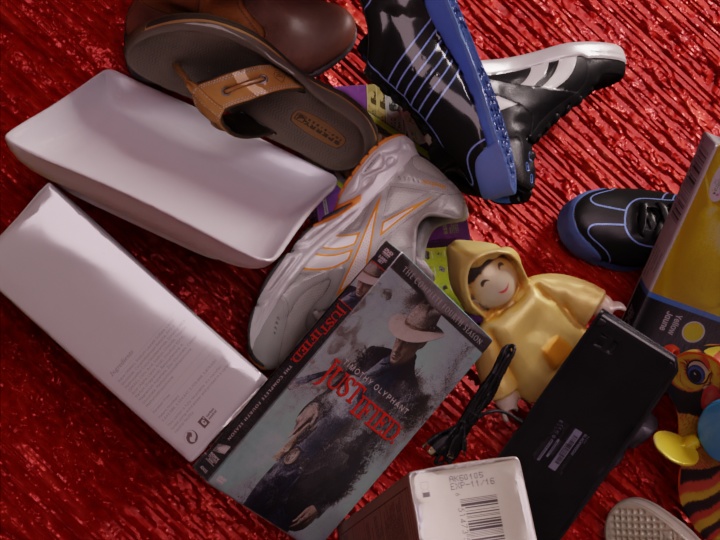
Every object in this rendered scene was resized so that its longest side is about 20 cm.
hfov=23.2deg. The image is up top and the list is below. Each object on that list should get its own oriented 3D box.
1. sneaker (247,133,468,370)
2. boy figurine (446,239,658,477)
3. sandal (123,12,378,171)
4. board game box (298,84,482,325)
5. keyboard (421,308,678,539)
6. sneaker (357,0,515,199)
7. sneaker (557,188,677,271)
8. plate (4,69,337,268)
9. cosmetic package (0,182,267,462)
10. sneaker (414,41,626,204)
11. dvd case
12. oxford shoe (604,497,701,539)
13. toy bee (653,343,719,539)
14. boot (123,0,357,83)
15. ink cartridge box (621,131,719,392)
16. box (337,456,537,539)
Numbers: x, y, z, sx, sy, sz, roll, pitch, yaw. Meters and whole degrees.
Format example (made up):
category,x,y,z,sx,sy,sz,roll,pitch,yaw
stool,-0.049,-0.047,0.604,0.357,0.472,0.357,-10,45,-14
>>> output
category,x,y,z,sx,sy,sz,roll,pitch,yaw
sneaker,0.000,0.000,1.264,0.092,0.076,0.200,37,83,10
boy figurine,0.139,0.052,1.300,0.124,0.064,0.200,-37,100,-2
sandal,-0.080,-0.121,1.278,0.199,0.082,0.055,31,45,-16
board game box,0.020,-0.047,1.343,0.119,0.032,0.201,-3,73,-20
keyboard,0.127,0.114,1.270,0.127,0.021,0.200,32,102,-10
sneaker,0.048,-0.138,1.267,0.078,0.070,0.201,-22,89,13
sneaker,0.258,-0.035,1.375,0.199,0.078,0.070,7,72,-13
plate,-0.130,-0.068,1.241,0.199,0.200,0.032,25,113,4
cosmetic package,-0.163,0.038,1.216,0.200,0.113,0.081,43,85,-1
sneaker,0.132,-0.109,1.366,0.199,0.073,0.112,-12,82,-28
dvd case,-0.008,0.090,1.209,0.200,0.146,0.022,-50,49,-3
oxford shoe,0.262,0.245,1.303,0.200,0.075,0.058,42,31,9
toy bee,0.264,0.098,1.294,0.131,0.108,0.201,21,88,-50
boot,-0.077,-0.216,1.275,0.187,0.200,0.069,0,62,-13
ink cartridge box,0.314,0.019,1.334,0.199,0.047,0.198,19,108,-7
box,0.049,0.193,1.182,0.077,0.200,0.095,-7,76,-16
